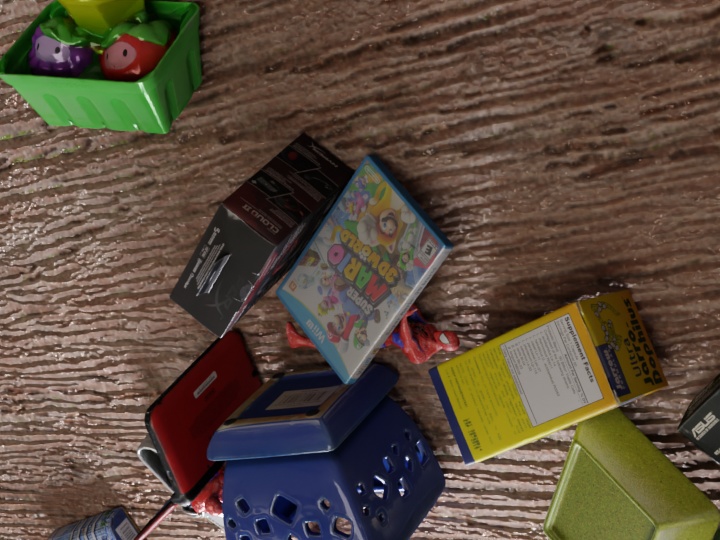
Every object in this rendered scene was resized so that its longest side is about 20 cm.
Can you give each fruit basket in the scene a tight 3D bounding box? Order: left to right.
[{"bbox_3d":[-0.275,-0.258,1.559,0.215,0.156,0.216,17,141,14],"label":"fruit basket"}]

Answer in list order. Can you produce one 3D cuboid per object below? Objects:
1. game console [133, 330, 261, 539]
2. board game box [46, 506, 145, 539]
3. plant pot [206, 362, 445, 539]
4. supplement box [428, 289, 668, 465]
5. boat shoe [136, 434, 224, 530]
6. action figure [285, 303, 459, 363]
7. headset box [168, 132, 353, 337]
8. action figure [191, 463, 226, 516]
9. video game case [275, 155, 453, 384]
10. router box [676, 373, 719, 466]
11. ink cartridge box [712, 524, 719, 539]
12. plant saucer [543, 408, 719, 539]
[{"bbox_3d":[-0.204,0.191,1.735,0.118,0.200,0.173,-9,113,31],"label":"game console"},{"bbox_3d":[-0.353,0.443,2.055,0.200,0.062,0.200,-25,104,36],"label":"board game box"},{"bbox_3d":[-0.044,0.217,1.671,0.200,0.200,0.180,-8,108,31],"label":"plant pot"},{"bbox_3d":[0.189,0.109,1.512,0.200,0.109,0.109,-28,79,38],"label":"supplement box"},{"bbox_3d":[-0.203,0.281,1.873,0.200,0.065,0.074,43,129,1],"label":"boat shoe"},{"bbox_3d":[0.013,0.048,1.618,0.199,0.065,0.099,8,125,26],"label":"action figure"},{"bbox_3d":[-0.107,-0.034,1.551,0.075,0.200,0.149,37,129,4],"label":"headset box"},{"bbox_3d":[-0.159,0.255,1.751,0.065,0.200,0.052,-40,90,6],"label":"action figure"},{"bbox_3d":[0.000,0.000,1.567,0.143,0.018,0.200,50,121,28],"label":"video game case"},{"bbox_3d":[0.427,0.132,1.442,0.150,0.062,0.200,39,129,5],"label":"router box"},{"bbox_3d":[0.390,0.356,1.541,0.084,0.146,0.201,16,123,19],"label":"ink cartridge box"},{"bbox_3d":[0.266,0.263,1.555,0.200,0.048,0.200,47,137,40],"label":"plant saucer"}]
